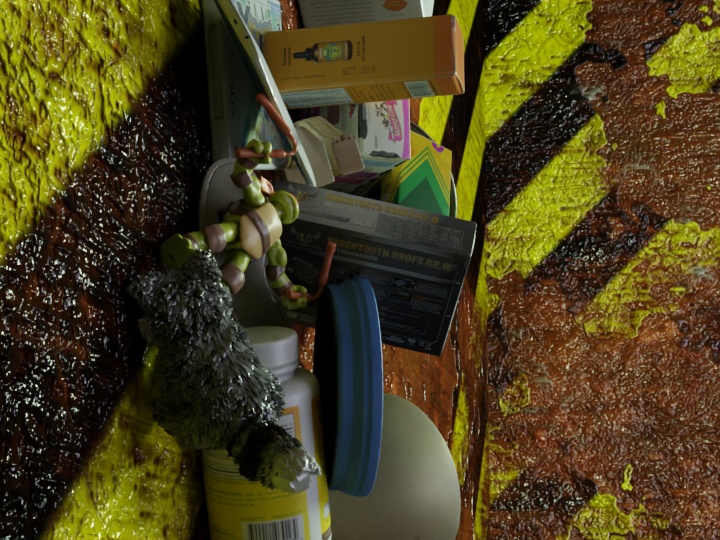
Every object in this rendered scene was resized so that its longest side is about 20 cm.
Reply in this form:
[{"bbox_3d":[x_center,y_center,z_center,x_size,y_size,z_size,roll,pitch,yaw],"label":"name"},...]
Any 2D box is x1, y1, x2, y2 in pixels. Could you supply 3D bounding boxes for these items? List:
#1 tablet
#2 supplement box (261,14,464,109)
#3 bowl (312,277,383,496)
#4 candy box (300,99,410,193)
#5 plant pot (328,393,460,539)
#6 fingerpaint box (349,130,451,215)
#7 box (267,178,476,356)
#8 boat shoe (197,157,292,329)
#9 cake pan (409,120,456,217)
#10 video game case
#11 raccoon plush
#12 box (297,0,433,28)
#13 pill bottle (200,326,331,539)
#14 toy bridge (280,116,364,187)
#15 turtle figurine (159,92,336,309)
[{"bbox_3d":[-0.089,-0.173,1.081,0.130,0.014,0.200,61,-3,33],"label":"tablet"},{"bbox_3d":[0.003,-0.209,1.199,0.069,0.200,0.067,40,49,-75],"label":"supplement box"},{"bbox_3d":[-0.015,0.106,1.092,0.201,0.039,0.201,-179,-90,-81],"label":"bowl"},{"bbox_3d":[-0.009,-0.169,1.329,0.200,0.061,0.137,160,-68,-68],"label":"candy box"},{"bbox_3d":[-0.013,0.240,1.248,0.134,0.200,0.201,-8,96,-42],"label":"plant pot"},{"bbox_3d":[0.019,-0.039,1.374,0.200,0.073,0.167,-44,-149,45],"label":"fingerpaint box"},{"bbox_3d":[0.000,0.000,1.162,0.159,0.200,0.048,101,2,-48],"label":"box"},{"bbox_3d":[-0.113,-0.006,1.095,0.063,0.073,0.200,18,-56,66],"label":"boat shoe"},{"bbox_3d":[0.033,-0.093,1.486,0.037,0.200,0.201,-19,109,-43],"label":"cake pan"},{"bbox_3d":[-0.112,-0.192,1.190,0.200,0.022,0.183,-22,109,-77],"label":"video game case"},{"bbox_3d":[-0.095,0.066,0.897,0.097,0.200,0.134,-32,124,-37],"label":"raccoon plush"},{"bbox_3d":[-0.001,-0.379,1.421,0.106,0.152,0.200,-80,163,-46],"label":"box"},{"bbox_3d":[-0.086,0.154,1.042,0.109,0.109,0.200,-39,126,-74],"label":"pill bottle"},{"bbox_3d":[-0.047,-0.115,1.169,0.200,0.027,0.067,172,-99,-72],"label":"toy bridge"},{"bbox_3d":[-0.102,-0.038,1.018,0.161,0.064,0.200,-41,128,-44],"label":"turtle figurine"}]
